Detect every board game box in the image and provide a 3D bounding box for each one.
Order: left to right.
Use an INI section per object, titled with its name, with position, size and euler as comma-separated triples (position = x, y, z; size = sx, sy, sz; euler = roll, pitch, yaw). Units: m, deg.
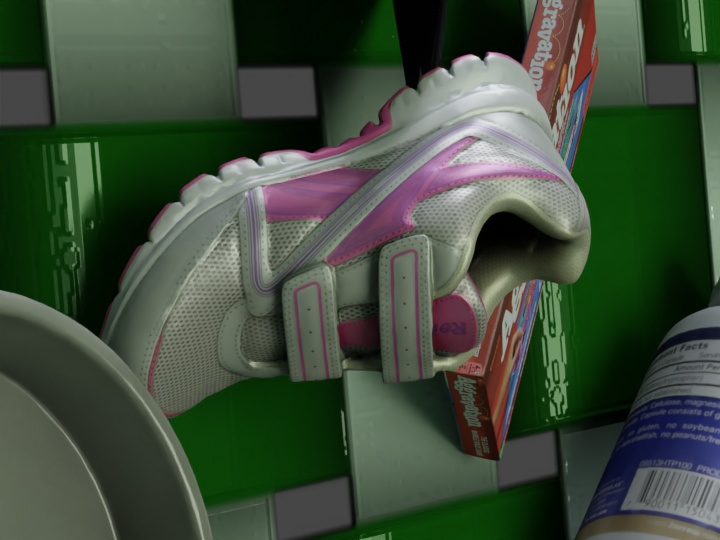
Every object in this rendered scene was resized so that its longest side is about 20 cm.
[board game box]
position = 0.071, -0.029, 0.949
size = 0.103, 0.019, 0.201
euler = 70, 33, -65

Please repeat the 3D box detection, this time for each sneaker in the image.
[sneaker]
position = 0.000, 0.000, 0.799
size = 0.199, 0.088, 0.082
euler = -31, 145, -13

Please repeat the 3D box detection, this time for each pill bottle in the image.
[pill bottle]
position = 0.181, 0.086, 1.028
size = 0.120, 0.119, 0.200
euler = 52, 51, -33

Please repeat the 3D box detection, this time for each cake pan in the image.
[cake pan]
position = -0.126, 0.107, 0.713
size = 0.200, 0.037, 0.201
euler = 17, 67, -46

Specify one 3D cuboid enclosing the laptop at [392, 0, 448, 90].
[laptop]
position = 0.070, -0.173, 0.869
size = 0.200, 0.103, 0.178
euler = -31, 147, -30
